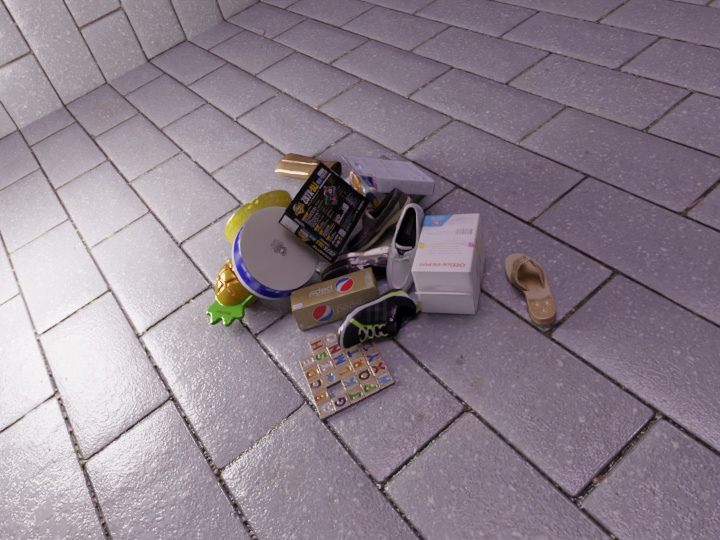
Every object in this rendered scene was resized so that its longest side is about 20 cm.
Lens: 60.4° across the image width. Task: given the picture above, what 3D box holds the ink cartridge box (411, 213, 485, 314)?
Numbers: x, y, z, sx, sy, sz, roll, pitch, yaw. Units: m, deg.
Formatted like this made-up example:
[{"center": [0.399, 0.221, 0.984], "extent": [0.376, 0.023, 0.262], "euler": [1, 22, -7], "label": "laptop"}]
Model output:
[{"center": [0.191, -0.006, 1.326], "extent": [0.124, 0.127, 0.203], "euler": [0, 45, 21], "label": "ink cartridge box"}]

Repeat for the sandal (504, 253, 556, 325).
[{"center": [0.352, 0.011, 1.277], "extent": [0.075, 0.071, 0.215], "euler": [-15, 41, 4], "label": "sandal"}]

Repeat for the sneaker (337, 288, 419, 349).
[{"center": [0.041, 0.106, 1.299], "extent": [0.197, 0.073, 0.082], "euler": [-34, 45, -21], "label": "sneaker"}]

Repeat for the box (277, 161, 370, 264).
[{"center": [-0.080, -0.138, 1.446], "extent": [0.158, 0.049, 0.203], "euler": [35, 49, -7], "label": "box"}]

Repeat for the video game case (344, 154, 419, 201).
[{"center": [0.050, -0.216, 1.665], "extent": [0.179, 0.046, 0.200], "euler": [-35, 43, -14], "label": "video game case"}]

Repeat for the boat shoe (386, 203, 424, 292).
[{"center": [0.093, -0.047, 1.365], "extent": [0.071, 0.208, 0.065], "euler": [8, 5, 14], "label": "boat shoe"}]

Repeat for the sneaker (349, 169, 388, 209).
[{"center": [0.036, -0.196, 1.578], "extent": [0.085, 0.077, 0.201], "euler": [-13, 40, -20], "label": "sneaker"}]

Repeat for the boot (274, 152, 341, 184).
[{"center": [-0.173, -0.278, 1.809], "extent": [0.195, 0.068, 0.175], "euler": [15, 39, 32], "label": "boot"}]

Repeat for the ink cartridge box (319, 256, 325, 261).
[{"center": [-0.110, -0.111, 1.610], "extent": [0.105, 0.051, 0.204], "euler": [-2, 45, 18], "label": "ink cartridge box"}]

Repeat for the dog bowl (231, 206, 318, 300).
[{"center": [-0.197, -0.040, 1.438], "extent": [0.200, 0.201, 0.079], "euler": [-46, 7, -29], "label": "dog bowl"}]

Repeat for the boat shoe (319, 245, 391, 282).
[{"center": [0.000, 0.000, 1.435], "extent": [0.193, 0.073, 0.066], "euler": [-14, 52, 2], "label": "boat shoe"}]

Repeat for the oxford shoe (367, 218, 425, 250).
[{"center": [0.100, -0.068, 1.481], "extent": [0.194, 0.058, 0.077], "euler": [-15, 44, 14], "label": "oxford shoe"}]

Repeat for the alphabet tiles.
[{"center": [-0.037, 0.198, 1.287], "extent": [0.163, 0.008, 0.202], "euler": [-25, 42, -6], "label": "alphabet tiles"}]

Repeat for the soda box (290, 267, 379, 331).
[{"center": [-0.055, 0.065, 1.389], "extent": [0.193, 0.069, 0.065], "euler": [-16, 40, 4], "label": "soda box"}]

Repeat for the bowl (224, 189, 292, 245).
[{"center": [-0.236, -0.097, 1.573], "extent": [0.197, 0.201, 0.109], "euler": [-31, 74, -13], "label": "bowl"}]

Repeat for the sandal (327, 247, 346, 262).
[{"center": [-0.065, -0.101, 1.526], "extent": [0.077, 0.069, 0.217], "euler": [-31, 58, 27], "label": "sandal"}]

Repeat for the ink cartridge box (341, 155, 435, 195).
[{"center": [0.062, -0.234, 1.521], "extent": [0.193, 0.045, 0.197], "euler": [2, 23, -15], "label": "ink cartridge box"}]

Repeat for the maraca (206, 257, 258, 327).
[{"center": [-0.294, 0.045, 1.475], "extent": [0.133, 0.108, 0.204], "euler": [1, 53, 31], "label": "maraca"}]

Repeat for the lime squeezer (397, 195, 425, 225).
[{"center": [0.123, -0.126, 1.454], "extent": [0.068, 0.038, 0.204], "euler": [-9, 44, 20], "label": "lime squeezer"}]

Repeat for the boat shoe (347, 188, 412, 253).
[{"center": [0.034, -0.118, 1.458], "extent": [0.199, 0.065, 0.074], "euler": [-42, 23, 19], "label": "boat shoe"}]
